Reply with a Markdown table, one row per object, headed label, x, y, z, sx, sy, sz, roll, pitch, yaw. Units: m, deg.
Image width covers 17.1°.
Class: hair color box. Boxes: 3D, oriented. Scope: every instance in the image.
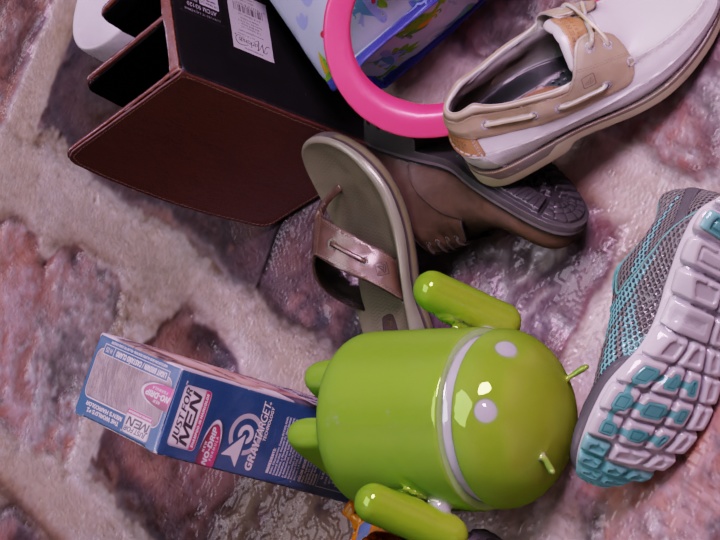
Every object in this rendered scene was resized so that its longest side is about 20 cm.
| label | x | y | z | sx | sy | sz | roll | pitch | yaw |
| --- | --- | --- | --- | --- | --- | --- | --- | --- | --- |
| hair color box | -0.082 | 0.103 | 1.623 | 0.100 | 0.199 | 0.061 | 19 | 90 | 48 |

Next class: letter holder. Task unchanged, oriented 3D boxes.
| label | x | y | z | sx | sy | sz | roll | pitch | yaw |
| --- | --- | --- | --- | --- | --- | --- | --- | --- | --- |
| letter holder | -0.104 | -0.121 | 1.727 | 0.142 | 0.199 | 0.101 | -33 | 54 | 35 |

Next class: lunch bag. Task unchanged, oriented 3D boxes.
| label | x | y | z | sx | sy | sz | roll | pitch | yaw |
| --- | --- | --- | --- | --- | --- | --- | --- | --- | --- |
| lunch bag | 0.020 | -0.248 | 1.666 | 0.200 | 0.127 | 0.171 | -38 | 80 | 21 |

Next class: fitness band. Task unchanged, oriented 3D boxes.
| label | x | y | z | sx | sy | sz | roll | pitch | yaw |
| --- | --- | --- | --- | --- | --- | --- | --- | --- | --- |
| fitness band | 0.072 | -0.167 | 1.584 | 0.199 | 0.145 | 0.037 | -17 | 17 | 8 |

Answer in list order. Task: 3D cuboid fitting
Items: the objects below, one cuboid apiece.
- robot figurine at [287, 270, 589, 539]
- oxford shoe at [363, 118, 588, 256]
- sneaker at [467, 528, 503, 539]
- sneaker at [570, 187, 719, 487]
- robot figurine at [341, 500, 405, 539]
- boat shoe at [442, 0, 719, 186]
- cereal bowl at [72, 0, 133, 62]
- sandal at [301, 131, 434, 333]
| label | x | y | z | sx | sy | sz | roll | pitch | yaw |
| --- | --- | --- | --- | --- | --- | --- | --- | --- | --- |
| robot figurine | 0.052 | 0.095 | 1.536 | 0.199 | 0.116 | 0.176 | -3 | 58 | 37 |
| oxford shoe | 0.078 | -0.045 | 1.616 | 0.200 | 0.072 | 0.085 | 27 | 119 | 46 |
| sneaker | 0.037 | 0.256 | 1.538 | 0.079 | 0.074 | 0.201 | 30 | 99 | 53 |
| sneaker | 0.182 | 0.037 | 1.472 | 0.201 | 0.077 | 0.091 | -62 | 27 | 6 |
| robot figurine | -0.010 | 0.224 | 1.538 | 0.146 | 0.058 | 0.200 | -60 | 4 | 13 |
| boat shoe | 0.143 | -0.133 | 1.522 | 0.200 | 0.068 | 0.075 | -37 | 48 | 4 |
| cereal bowl | -0.140 | -0.240 | 1.877 | 0.200 | 0.083 | 0.201 | -44 | 29 | 32 |
| sandal | 0.001 | 0.001 | 1.631 | 0.080 | 0.057 | 0.202 | -28 | 77 | 58 |
